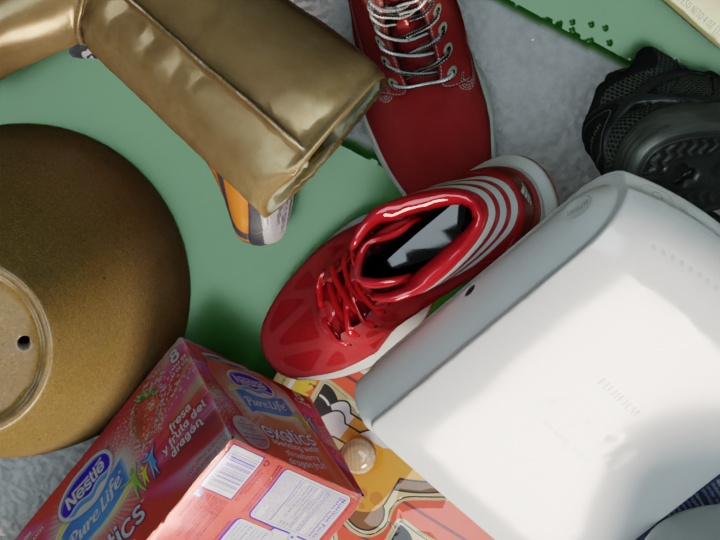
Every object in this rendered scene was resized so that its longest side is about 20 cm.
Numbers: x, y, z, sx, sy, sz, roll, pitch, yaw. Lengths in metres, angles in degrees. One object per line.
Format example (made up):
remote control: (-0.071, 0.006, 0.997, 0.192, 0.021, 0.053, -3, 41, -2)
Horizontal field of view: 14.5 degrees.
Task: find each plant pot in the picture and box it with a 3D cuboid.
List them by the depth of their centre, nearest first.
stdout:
plant pot: (-0.192, 0.025, 1.498, 0.186, 0.200, 0.187, 0, 99, 2)

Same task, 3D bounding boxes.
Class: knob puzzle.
knob puzzle: (0.010, 0.156, 1.574, 0.219, 0.030, 0.220, 1, 93, 12)

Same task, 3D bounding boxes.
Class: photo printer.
photo printer: (0.123, 0.053, 1.452, 0.200, 0.069, 0.166, -40, 114, 19)

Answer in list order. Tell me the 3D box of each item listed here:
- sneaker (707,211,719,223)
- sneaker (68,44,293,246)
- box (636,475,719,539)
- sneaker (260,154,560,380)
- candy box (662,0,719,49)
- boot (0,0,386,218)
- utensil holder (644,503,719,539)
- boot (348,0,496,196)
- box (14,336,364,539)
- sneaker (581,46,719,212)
sneaker: (0.156, 0.051, 1.554, 0.095, 0.079, 0.200, 8, 100, -10)
sneaker: (-0.100, -0.107, 1.544, 0.112, 0.078, 0.200, -9, 87, 8)
box: (0.185, 0.187, 1.586, 0.200, 0.032, 0.121, -32, 96, 8)
sneaker: (0.000, 0.000, 1.491, 0.200, 0.115, 0.078, -37, 75, 29)
candy box: (0.161, -0.222, 1.517, 0.200, 0.055, 0.115, 40, 98, -3)
boot: (-0.116, -0.099, 1.475, 0.200, 0.066, 0.175, 41, 94, 6)
utensil holder: (0.196, 0.248, 1.474, 0.170, 0.170, 0.200, 13, 121, 1)
boot: (0.026, -0.117, 1.495, 0.072, 0.144, 0.200, -14, 99, 3)
box: (-0.106, 0.150, 1.533, 0.103, 0.095, 0.200, 26, 111, -36)
sneaker: (0.206, -0.081, 1.528, 0.199, 0.114, 0.076, -8, 121, -23)
